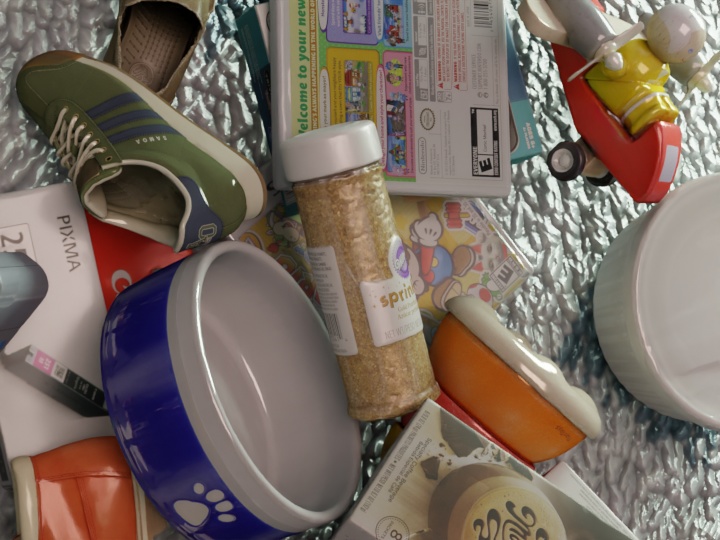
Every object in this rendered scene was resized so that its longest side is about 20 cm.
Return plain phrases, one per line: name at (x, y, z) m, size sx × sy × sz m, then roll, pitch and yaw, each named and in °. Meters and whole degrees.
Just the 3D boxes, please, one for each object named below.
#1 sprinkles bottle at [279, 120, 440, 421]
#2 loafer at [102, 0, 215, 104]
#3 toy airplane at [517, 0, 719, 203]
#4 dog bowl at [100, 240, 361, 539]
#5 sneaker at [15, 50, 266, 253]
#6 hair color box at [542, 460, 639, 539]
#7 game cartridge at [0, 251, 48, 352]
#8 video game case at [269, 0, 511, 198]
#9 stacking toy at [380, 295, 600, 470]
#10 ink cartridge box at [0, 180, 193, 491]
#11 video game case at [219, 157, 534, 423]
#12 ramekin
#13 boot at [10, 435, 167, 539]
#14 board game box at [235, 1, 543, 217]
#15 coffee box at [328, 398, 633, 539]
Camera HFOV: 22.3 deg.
sprinkles bottle at (0.000, 0.000, 1.255) m, size 0.068 × 0.068 × 0.200 m, roll -18°, pitch 100°, yaw -24°
loafer at (-0.138, -0.192, 1.307) m, size 0.076 × 0.067 × 0.200 m, roll 14°, pitch 78°, yaw -21°
toy airplane at (0.197, -0.174, 1.397) m, size 0.199 × 0.141 × 0.200 m, roll 51°, pitch 36°, yaw -25°
dog bowl at (-0.084, 0.085, 1.226) m, size 0.200 × 0.079 × 0.200 m, roll 48°, pitch 29°, yaw -38°
sneaker at (-0.166, -0.078, 1.228) m, size 0.200 × 0.067 × 0.090 m, roll 31°, pitch 40°, yaw 14°
hair color box at (0.107, 0.240, 1.284) m, size 0.111 × 0.064 × 0.200 m, roll 47°, pitch 57°, yaw 8°
game cartridge at (-0.279, 0.071, 1.153) m, size 0.040 × 0.133 × 0.200 m, roll 42°, pitch 94°, yaw -1°
video game case at (0.022, -0.154, 1.321) m, size 0.182 × 0.022 × 0.200 m, roll 1°, pitch 84°, yaw -23°
stacking toy at (0.062, 0.131, 1.325) m, size 0.146 × 0.146 × 0.200 m, roll 42°, pitch 91°, yaw -13°
ink cartridge box at (-0.183, 0.037, 1.270) m, size 0.174 × 0.044 × 0.200 m, roll -12°, pitch 88°, yaw -23°
video game case at (0.010, -0.019, 1.371) m, size 0.182 × 0.023 × 0.200 m, roll -42°, pitch 100°, yaw -22°
ramekin at (0.275, 0.030, 1.440) m, size 0.202 × 0.094 × 0.202 m, roll 4°, pitch 81°, yaw -23°
boot at (-0.183, 0.207, 1.220) m, size 0.107 × 0.075 × 0.200 m, roll -7°, pitch 100°, yaw -19°
board game box at (0.023, -0.136, 1.357) m, size 0.200 × 0.047 × 0.151 m, roll -14°, pitch 88°, yaw -24°
coffee box at (0.090, 0.194, 1.218) m, size 0.200 × 0.080 × 0.113 m, roll 34°, pitch 56°, yaw 2°
